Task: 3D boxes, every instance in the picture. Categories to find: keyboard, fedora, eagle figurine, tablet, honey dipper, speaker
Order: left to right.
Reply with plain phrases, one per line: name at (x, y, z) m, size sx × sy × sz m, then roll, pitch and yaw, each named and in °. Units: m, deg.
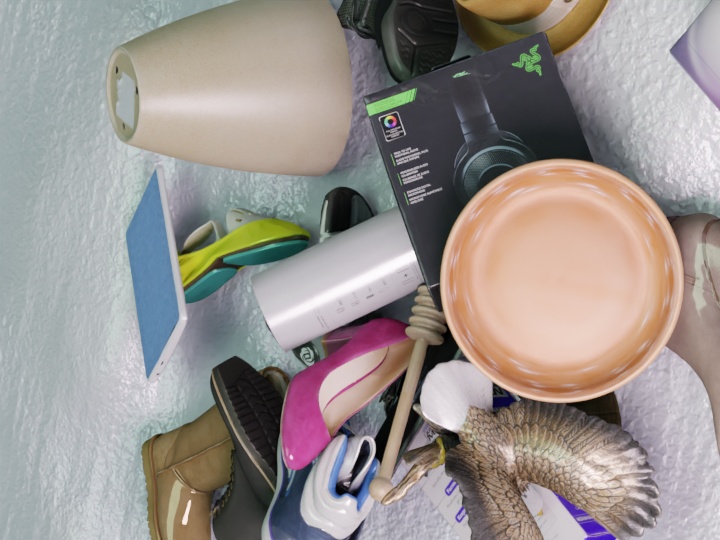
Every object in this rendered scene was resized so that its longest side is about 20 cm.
tablet at (-0.217, 0.004, 1.998) m, size 0.130 × 0.014 × 0.201 m, roll 123°, pitch 143°, yaw -48°
speaker at (0.000, 0.000, 1.747) m, size 0.199 × 0.081 × 0.081 m, roll -26°, pitch 69°, yaw 4°
honey dipper at (0.043, 0.112, 1.701) m, size 0.038 × 0.038 × 0.201 m, roll 2°, pitch 68°, yaw 42°
keyboard at (0.059, 0.103, 1.756) m, size 0.200 × 0.021 × 0.127 m, roll -60°, pitch 18°, yaw 15°
fedora at (0.140, -0.285, 1.685) m, size 0.200 × 0.082 × 0.202 m, roll -1°, pitch 89°, yaw 43°
eagle figurine at (0.133, 0.175, 1.574) m, size 0.200 × 0.151 × 0.152 m, roll 31°, pitch 106°, yaw 49°

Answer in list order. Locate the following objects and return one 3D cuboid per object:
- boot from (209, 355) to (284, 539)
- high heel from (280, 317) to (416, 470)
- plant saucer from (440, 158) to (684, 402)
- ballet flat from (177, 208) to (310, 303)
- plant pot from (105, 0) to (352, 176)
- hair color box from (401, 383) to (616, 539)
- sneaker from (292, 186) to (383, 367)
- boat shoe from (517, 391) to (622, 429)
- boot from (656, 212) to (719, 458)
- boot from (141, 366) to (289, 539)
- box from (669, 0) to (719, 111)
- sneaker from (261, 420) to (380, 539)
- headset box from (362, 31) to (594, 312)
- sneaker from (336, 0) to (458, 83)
boot at (-0.122, 0.199, 1.865) m, size 0.138 × 0.077 × 0.201 m, roll -31°, pitch 86°, yaw 37°
high heel at (-0.005, 0.111, 1.698) m, size 0.096 × 0.200 × 0.068 m, roll -2°, pitch 118°, yaw 21°
plant saucer at (0.166, 0.008, 1.556) m, size 0.199 × 0.037 × 0.201 m, roll 0°, pitch 94°, yaw 3°
ballet flat at (-0.133, -0.026, 1.943) m, size 0.200 × 0.067 × 0.067 m, roll -26°, pitch 70°, yaw 41°
plant pot at (-0.137, -0.175, 1.819) m, size 0.187 × 0.199 × 0.188 m, roll 24°, pitch 117°, yaw 59°
hair color box at (0.133, 0.201, 1.700) m, size 0.200 × 0.065 × 0.109 m, roll 50°, pitch 121°, yaw 29°
sneaker at (-0.036, 0.024, 1.850) m, size 0.115 × 0.075 × 0.201 m, roll -15°, pitch 78°, yaw 46°
boat shoe at (0.168, 0.093, 1.672) m, size 0.201 × 0.072 × 0.066 m, roll 65°, pitch 148°, yaw 22°
boot at (0.284, 0.054, 1.571) m, size 0.146 × 0.070 × 0.201 m, roll 19°, pitch 101°, yaw 47°
boot at (-0.140, 0.215, 1.946) m, size 0.200 × 0.066 × 0.176 m, roll -29°, pitch 71°, yaw 37°
box at (0.381, -0.169, 1.443) m, size 0.199 × 0.123 × 0.200 m, roll -53°, pitch 57°, yaw 30°
sneaker at (-0.018, 0.173, 1.759) m, size 0.146 × 0.080 × 0.201 m, roll -40°, pitch 25°, yaw 43°
headset box at (0.113, -0.091, 1.649) m, size 0.173 × 0.093 × 0.201 m, roll -19°, pitch 73°, yaw 3°
sneaker at (0.033, -0.229, 1.766) m, size 0.114 × 0.076 × 0.200 m, roll 126°, pitch 146°, yaw -44°
